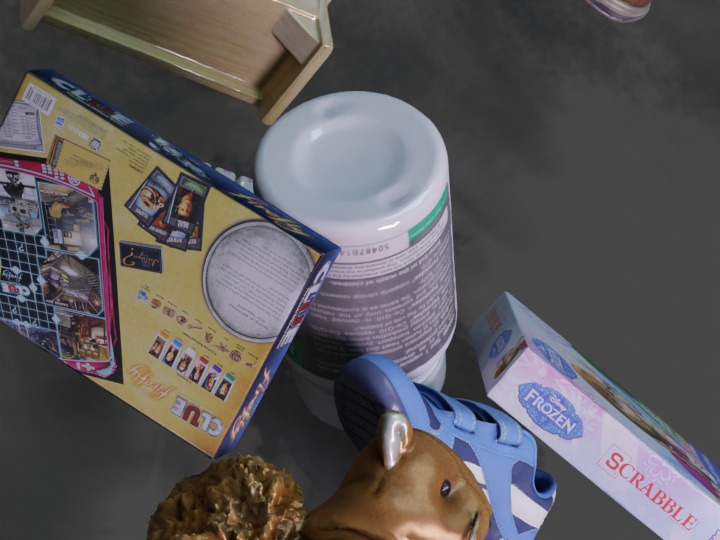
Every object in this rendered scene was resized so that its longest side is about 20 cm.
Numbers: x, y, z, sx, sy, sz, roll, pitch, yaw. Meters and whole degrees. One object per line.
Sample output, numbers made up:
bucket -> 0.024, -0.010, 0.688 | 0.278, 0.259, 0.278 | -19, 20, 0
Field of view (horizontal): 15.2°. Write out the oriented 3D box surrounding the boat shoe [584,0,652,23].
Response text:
boat shoe -> 0.162, -0.280, 2.095 | 0.200, 0.072, 0.076 | 37, 39, -9

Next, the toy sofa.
toy sofa -> -0.121, -0.182, 1.751 | 0.200, 0.083, 0.098 | 20, 40, -28

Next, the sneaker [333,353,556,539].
sneaker -> 0.052, 0.103, 1.591 | 0.074, 0.082, 0.200 | 37, -13, 45

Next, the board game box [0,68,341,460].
board game box -> -0.128, -0.005, 1.503 | 0.200, 0.136, 0.035 | 32, 15, 12

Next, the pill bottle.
pill bottle -> 0.000, 0.000, 1.591 | 0.113, 0.200, 0.113 | -3, 49, 3

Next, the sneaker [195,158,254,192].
sneaker -> -0.122, -0.025, 1.618 | 0.200, 0.074, 0.088 | 19, 39, -36

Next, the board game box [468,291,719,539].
board game box -> 0.160, 0.105, 1.701 | 0.199, 0.041, 0.200 | 39, 7, -8

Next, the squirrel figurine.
squirrel figurine -> -0.027, 0.160, 1.461 | 0.200, 0.142, 0.187 | 21, 72, 12
